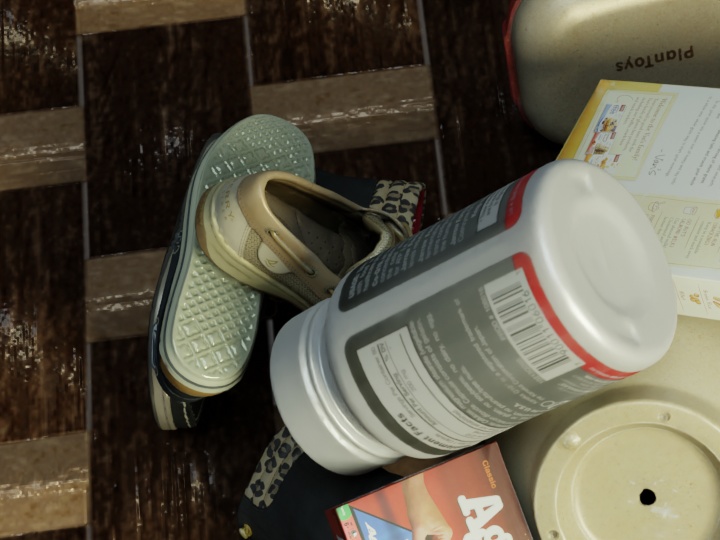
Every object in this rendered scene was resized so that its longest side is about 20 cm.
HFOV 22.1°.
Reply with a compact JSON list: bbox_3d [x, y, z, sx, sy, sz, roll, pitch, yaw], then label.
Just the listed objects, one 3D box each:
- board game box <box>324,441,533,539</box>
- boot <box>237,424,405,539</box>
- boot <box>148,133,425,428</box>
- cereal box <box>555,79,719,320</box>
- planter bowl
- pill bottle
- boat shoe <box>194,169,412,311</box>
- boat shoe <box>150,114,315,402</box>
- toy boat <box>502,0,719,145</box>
[{"bbox_3d":[0.062,0.202,0.972,0.103,0.019,0.201,-20,87,-27],"label":"board game box"},{"bbox_3d":[-0.018,0.191,1.072,0.073,0.201,0.151,3,22,-33],"label":"boot"},{"bbox_3d":[-0.046,0.013,1.167,0.150,0.073,0.201,9,62,7],"label":"boot"},{"bbox_3d":[0.197,-0.038,1.007,0.199,0.040,0.144,10,52,33],"label":"cereal box"},{"bbox_3d":[0.161,0.105,1.021,0.199,0.135,0.201,3,106,10],"label":"planter bowl"},{"bbox_3d":[0.055,0.031,0.969,0.200,0.114,0.114,-28,56,36],"label":"pill bottle"},{"bbox_3d":[0.000,0.000,1.066,0.200,0.064,0.072,24,60,-34],"label":"boat shoe"},{"bbox_3d":[-0.079,-0.009,1.095,0.074,0.062,0.201,23,57,-12],"label":"boat shoe"},{"bbox_3d":[0.187,-0.171,1.234,0.199,0.131,0.131,-13,35,-2],"label":"toy boat"}]
